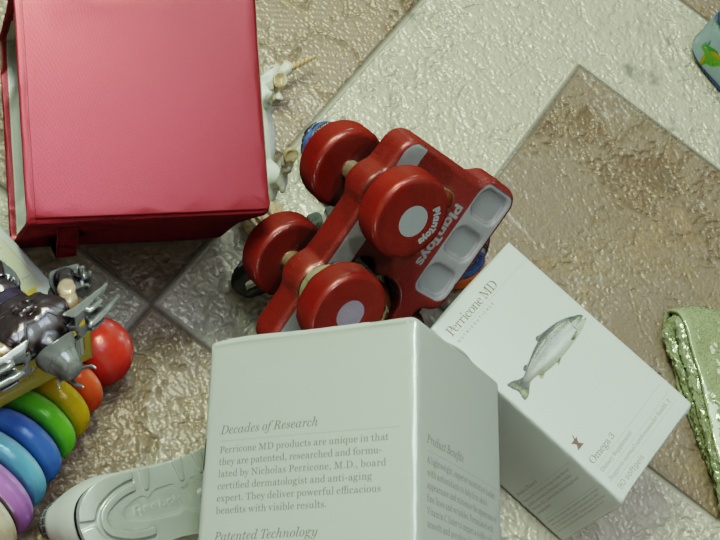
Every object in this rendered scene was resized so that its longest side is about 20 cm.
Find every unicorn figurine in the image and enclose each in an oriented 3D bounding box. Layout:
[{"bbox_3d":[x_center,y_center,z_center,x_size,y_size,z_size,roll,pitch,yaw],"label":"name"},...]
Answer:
[{"bbox_3d":[-0.085,-0.124,1.133,0.074,0.137,0.201,15,78,-8],"label":"unicorn figurine"}]

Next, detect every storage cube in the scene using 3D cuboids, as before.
[{"bbox_3d":[-0.180,-0.113,1.029,0.179,0.171,0.201,-4,86,-19],"label":"storage cube"}]

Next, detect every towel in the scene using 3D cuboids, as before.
[{"bbox_3d":[0.361,0.121,1.203,0.148,0.037,0.201,-3,65,-22],"label":"towel"}]

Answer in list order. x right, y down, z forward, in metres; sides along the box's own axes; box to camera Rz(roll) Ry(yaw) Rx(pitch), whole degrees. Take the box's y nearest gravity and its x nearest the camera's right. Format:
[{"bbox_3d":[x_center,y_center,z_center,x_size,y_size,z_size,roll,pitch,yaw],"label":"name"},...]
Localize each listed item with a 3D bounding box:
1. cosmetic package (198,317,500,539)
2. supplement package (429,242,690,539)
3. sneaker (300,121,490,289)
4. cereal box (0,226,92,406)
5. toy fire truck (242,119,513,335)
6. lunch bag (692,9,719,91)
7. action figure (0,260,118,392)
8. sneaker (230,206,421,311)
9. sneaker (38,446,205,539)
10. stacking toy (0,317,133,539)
[{"bbox_3d":[-0.003,0.158,0.935,0.164,0.165,0.201,-8,66,23],"label":"cosmetic package"},{"bbox_3d":[0.144,0.100,1.090,0.200,0.117,0.117,41,60,5],"label":"supplement package"},{"bbox_3d":[0.037,-0.071,1.163,0.200,0.078,0.075,35,57,0],"label":"sneaker"},{"bbox_3d":[-0.312,0.024,0.982,0.144,0.040,0.200,-29,56,-29],"label":"cereal box"},{"bbox_3d":[0.017,-0.008,1.022,0.168,0.200,0.112,27,9,-43],"label":"toy fire truck"},{"bbox_3d":[0.463,-0.237,1.398,0.200,0.082,0.161,-32,81,-29],"label":"lunch bag"},{"bbox_3d":[-0.255,0.019,0.923,0.200,0.070,0.130,38,46,21],"label":"action figure"},{"bbox_3d":[0.000,0.000,1.102,0.199,0.075,0.116,-28,109,7],"label":"sneaker"},{"bbox_3d":[-0.138,0.171,0.984,0.199,0.080,0.077,3,74,-41],"label":"sneaker"},{"bbox_3d":[-0.235,0.113,0.982,0.085,0.085,0.200,36,52,1],"label":"stacking toy"}]
